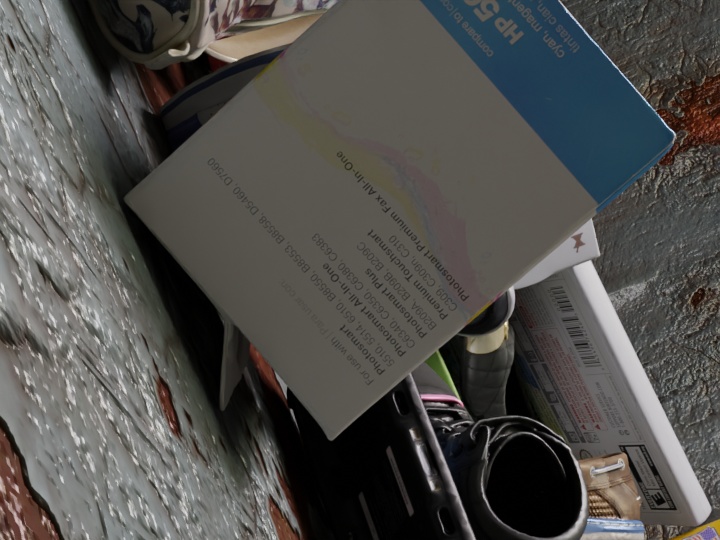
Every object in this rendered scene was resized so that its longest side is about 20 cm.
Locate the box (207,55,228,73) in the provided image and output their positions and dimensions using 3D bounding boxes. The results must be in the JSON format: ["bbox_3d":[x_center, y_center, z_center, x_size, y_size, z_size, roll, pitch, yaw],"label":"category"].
[{"bbox_3d":[0.006,-0.126,0.986,0.200,0.095,0.103,15,-52,40],"label":"box"}]

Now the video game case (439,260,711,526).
[{"bbox_3d":[0.124,0.084,1.080,0.182,0.022,0.200,-10,-67,53],"label":"video game case"}]

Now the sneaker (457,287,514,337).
[{"bbox_3d":[0.000,0.000,0.867,0.200,0.076,0.114,31,29,-18],"label":"sneaker"}]

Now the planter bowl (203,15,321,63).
[{"bbox_3d":[-0.071,-0.229,0.874,0.135,0.200,0.200,35,-17,36],"label":"planter bowl"}]

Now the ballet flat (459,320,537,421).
[{"bbox_3d":[0.099,0.081,1.034,0.200,0.057,0.067,71,27,-45],"label":"ballet flat"}]

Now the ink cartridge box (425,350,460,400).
[{"bbox_3d":[0.031,0.109,1.021,0.200,0.076,0.148,-134,-160,-85],"label":"ink cartridge box"}]

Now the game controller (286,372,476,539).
[{"bbox_3d":[0.016,0.112,0.741,0.104,0.042,0.200,-54,-133,44],"label":"game controller"}]

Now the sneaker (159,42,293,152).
[{"bbox_3d":[0.006,-0.059,0.765,0.081,0.199,0.115,-23,97,-68],"label":"sneaker"}]

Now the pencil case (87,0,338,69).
[{"bbox_3d":[-0.044,-0.148,0.753,0.200,0.078,0.090,-26,84,-50],"label":"pencil case"}]

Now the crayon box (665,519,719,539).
[{"bbox_3d":[0.155,0.240,0.990,0.126,0.199,0.052,-105,173,-65],"label":"crayon box"}]

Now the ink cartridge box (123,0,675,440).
[{"bbox_3d":[0.005,-0.036,0.657,0.125,0.200,0.129,49,5,-4],"label":"ink cartridge box"}]

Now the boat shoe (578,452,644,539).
[{"bbox_3d":[0.075,0.122,0.889,0.200,0.072,0.073,12,73,-38],"label":"boat shoe"}]

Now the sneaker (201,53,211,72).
[{"bbox_3d":[-0.083,-0.181,1.152,0.113,0.071,0.200,63,11,-4],"label":"sneaker"}]

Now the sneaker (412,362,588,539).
[{"bbox_3d":[0.055,0.087,0.777,0.200,0.071,0.099,-114,-147,-42],"label":"sneaker"}]

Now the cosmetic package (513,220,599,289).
[{"bbox_3d":[0.063,-0.046,1.032,0.200,0.101,0.074,-147,-141,-68],"label":"cosmetic package"}]
